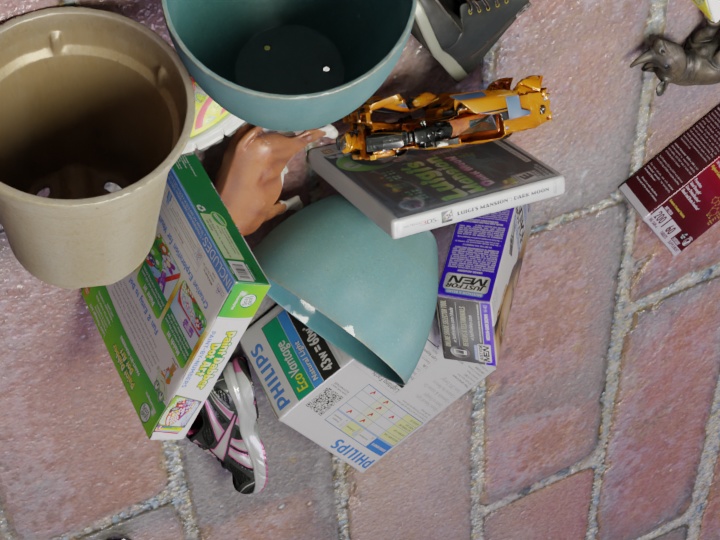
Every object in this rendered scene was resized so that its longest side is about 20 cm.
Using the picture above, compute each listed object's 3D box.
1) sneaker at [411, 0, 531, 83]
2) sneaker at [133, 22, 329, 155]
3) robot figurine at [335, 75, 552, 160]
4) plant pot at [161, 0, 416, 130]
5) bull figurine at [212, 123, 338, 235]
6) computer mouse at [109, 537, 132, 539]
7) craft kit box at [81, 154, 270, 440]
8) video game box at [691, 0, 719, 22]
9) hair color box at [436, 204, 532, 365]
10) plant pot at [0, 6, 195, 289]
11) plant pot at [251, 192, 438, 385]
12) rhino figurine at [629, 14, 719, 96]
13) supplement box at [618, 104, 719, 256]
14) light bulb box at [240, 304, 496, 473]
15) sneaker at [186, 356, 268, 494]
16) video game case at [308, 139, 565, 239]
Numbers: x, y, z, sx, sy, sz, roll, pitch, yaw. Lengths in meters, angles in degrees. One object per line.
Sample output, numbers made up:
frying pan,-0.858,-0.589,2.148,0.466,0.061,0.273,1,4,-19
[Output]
sneaker,0.088,-0.250,1.427,0.106,0.075,0.200,-44,163,6
sneaker,-0.122,-0.175,1.390,0.199,0.078,0.091,-28,116,5
robot figurine,0.072,-0.144,1.477,0.198,0.145,0.059,-11,98,-18
plant pot,-0.057,-0.194,1.265,0.199,0.201,0.135,-22,159,-12
bull figurine,-0.102,-0.082,1.481,0.121,0.065,0.200,-27,164,-35
computer mouse,-0.350,0.394,1.868,0.199,0.053,0.139,-33,145,-17
craft kit box,-0.177,0.017,1.447,0.048,0.201,0.198,6,129,-40
video game box,0.252,-0.337,1.352,0.047,0.201,0.183,-32,143,-1
hair color box,0.132,-0.014,1.631,0.064,0.201,0.110,8,143,16
plant pot,-0.239,-0.086,1.320,0.199,0.201,0.184,-18,151,-17
plant pot,0.000,0.000,1.525,0.135,0.199,0.200,-54,142,-8
rhino figurine,0.376,-0.232,1.666,0.198,0.060,0.088,-13,149,-18
supplement box,0.410,-0.119,1.813,0.200,0.061,0.109,-41,141,10
light bulb box,0.009,0.092,1.716,0.199,0.125,0.198,-38,142,9
sneaker,-0.156,0.176,1.752,0.085,0.081,0.201,-11,131,-6
video game case,0.069,-0.096,1.498,0.180,0.200,0.024,-16,119,-20
